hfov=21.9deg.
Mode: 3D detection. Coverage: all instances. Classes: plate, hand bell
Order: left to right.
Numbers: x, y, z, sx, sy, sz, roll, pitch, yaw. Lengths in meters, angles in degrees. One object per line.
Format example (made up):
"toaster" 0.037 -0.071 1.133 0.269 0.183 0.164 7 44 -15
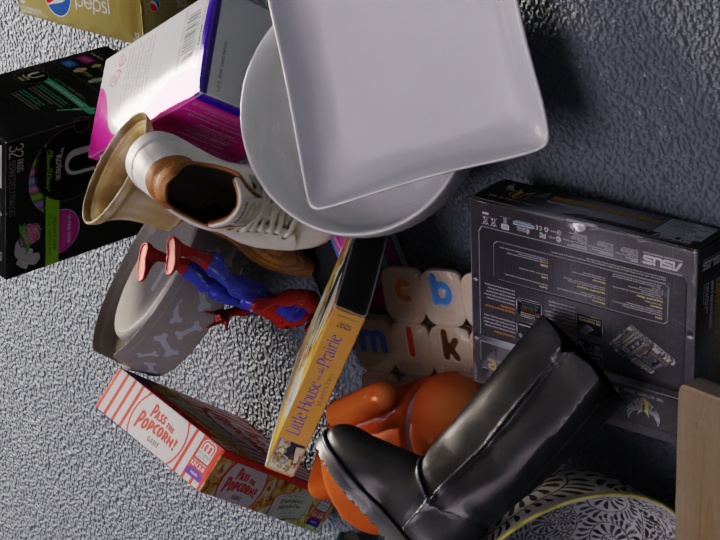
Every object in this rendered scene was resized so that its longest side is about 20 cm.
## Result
"hand bell" -0.125 -0.044 1.588 0.104 0.199 0.104 -45 29 34
"plate" 0.035 -0.163 1.402 0.199 0.032 0.201 -15 82 23

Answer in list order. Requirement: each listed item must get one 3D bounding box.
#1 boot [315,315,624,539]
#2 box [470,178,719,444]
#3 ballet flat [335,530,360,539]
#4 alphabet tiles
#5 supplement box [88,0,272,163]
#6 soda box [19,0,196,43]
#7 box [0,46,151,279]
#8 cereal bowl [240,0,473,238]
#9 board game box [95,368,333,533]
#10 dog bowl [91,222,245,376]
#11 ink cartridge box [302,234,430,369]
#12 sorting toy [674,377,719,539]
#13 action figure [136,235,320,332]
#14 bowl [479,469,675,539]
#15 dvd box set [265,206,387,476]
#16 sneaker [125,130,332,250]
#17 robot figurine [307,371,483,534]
"boot" 0.077 0.110 1.380 0.200 0.066 0.165 -51 57 12
"box" 0.175 0.030 1.389 0.199 0.048 0.159 15 119 37
"ballet flat" -0.017 0.320 1.770 0.062 0.068 0.201 25 134 6
"alphabet tiles" 0.082 0.089 1.540 0.199 0.015 0.197 4 114 37
"supplement box" -0.143 -0.153 1.624 0.200 0.103 0.102 -19 57 51
"soda box" -0.239 -0.261 1.739 0.199 0.068 0.064 19 120 43
"box" -0.285 -0.105 1.758 0.124 0.199 0.149 33 129 36
"cereal bowl" 0.010 -0.124 1.474 0.199 0.083 0.201 0 89 24
"board game box" -0.129 0.168 1.719 0.151 0.200 0.046 34 92 35
"dog bowl" -0.170 0.007 1.704 0.059 0.201 0.200 29 146 -20
"ink cartridge box" 0.000 0.000 1.611 0.095 0.037 0.201 -24 90 51
"sorting toy" 0.319 0.186 1.296 0.198 0.069 0.201 20 122 43
"action figure" -0.099 0.023 1.606 0.065 0.199 0.052 -18 62 44
"bowl" 0.150 0.219 1.445 0.094 0.200 0.202 -117 31 -50
"dvd box set" -0.025 0.054 1.535 0.029 0.147 0.200 20 132 -4
"sneaker" -0.092 -0.049 1.511 0.085 0.199 0.073 45 115 53
"robot figurine" 0.049 0.148 1.510 0.199 0.116 0.144 -21 92 41
